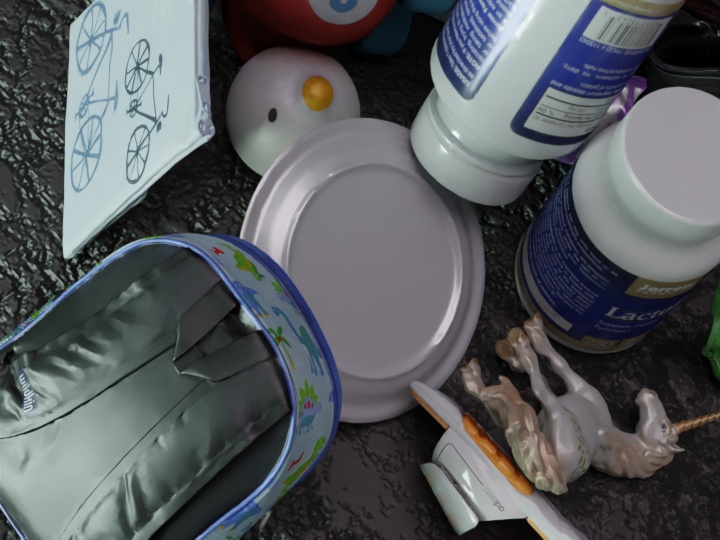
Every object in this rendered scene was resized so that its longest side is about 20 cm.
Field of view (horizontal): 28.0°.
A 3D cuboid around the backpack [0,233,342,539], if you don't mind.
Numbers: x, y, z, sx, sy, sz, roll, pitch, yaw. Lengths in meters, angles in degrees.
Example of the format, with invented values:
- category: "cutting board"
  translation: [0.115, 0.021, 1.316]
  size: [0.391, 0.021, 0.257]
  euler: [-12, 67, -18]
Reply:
- category: "backpack"
  translation: [-0.112, 0.079, 0.848]
  size: [0.200, 0.147, 0.184]
  euler: [-40, 77, 19]

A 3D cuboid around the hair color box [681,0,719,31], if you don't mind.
- category: "hair color box"
  translation: [0.262, -0.205, 1.016]
  size: [0.199, 0.101, 0.062]
  euler: [20, 100, -42]

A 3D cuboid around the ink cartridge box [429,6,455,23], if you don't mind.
- category: "ink cartridge box"
  translation: [0.087, -0.237, 1.030]
  size: [0.161, 0.200, 0.057]
  euler: [25, 66, -1]

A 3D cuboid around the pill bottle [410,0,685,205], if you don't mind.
- category: "pill bottle"
  translation: [0.113, -0.142, 0.921]
  size: [0.119, 0.201, 0.120]
  euler: [19, 41, -17]

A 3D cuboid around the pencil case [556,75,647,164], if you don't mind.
- category: "pencil case"
  translation: [0.192, -0.116, 1.063]
  size: [0.198, 0.086, 0.084]
  euler: [10, 33, -10]

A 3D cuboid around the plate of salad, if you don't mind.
- category: "plate of salad"
  translation: [0.000, 0.000, 0.968]
  size: [0.198, 0.048, 0.203]
  euler: [0, 90, -33]

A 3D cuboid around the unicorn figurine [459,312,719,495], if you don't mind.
- category: "unicorn figurine"
  translation: [0.141, 0.095, 0.956]
  size: [0.138, 0.074, 0.199]
  euler: [53, 41, 6]

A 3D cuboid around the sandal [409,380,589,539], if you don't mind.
- category: "sandal"
  translation: [0.090, 0.156, 0.924]
  size: [0.059, 0.079, 0.207]
  euler: [-44, 72, 2]

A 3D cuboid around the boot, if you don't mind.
- category: "boot"
  translation: [0.278, -0.111, 0.957]
  size: [0.197, 0.132, 0.071]
  euler: [-2, 66, -4]

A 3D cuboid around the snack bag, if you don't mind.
- category: "snack bag"
  translation: [-0.144, -0.128, 0.941]
  size: [0.021, 0.199, 0.191]
  euler: [14, 60, -32]

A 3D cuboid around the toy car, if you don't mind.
- category: "toy car"
  translation: [-0.039, -0.137, 0.988]
  size: [0.182, 0.177, 0.203]
  euler: [6, 78, -22]

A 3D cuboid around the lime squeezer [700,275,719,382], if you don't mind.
- category: "lime squeezer"
  translation: [0.266, 0.054, 1.000]
  size: [0.038, 0.070, 0.200]
  euler: [-48, 125, -15]

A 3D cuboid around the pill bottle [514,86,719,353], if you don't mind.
- category: "pill bottle"
  translation: [0.182, -0.031, 0.960]
  size: [0.114, 0.200, 0.117]
  euler: [4, 66, -10]
